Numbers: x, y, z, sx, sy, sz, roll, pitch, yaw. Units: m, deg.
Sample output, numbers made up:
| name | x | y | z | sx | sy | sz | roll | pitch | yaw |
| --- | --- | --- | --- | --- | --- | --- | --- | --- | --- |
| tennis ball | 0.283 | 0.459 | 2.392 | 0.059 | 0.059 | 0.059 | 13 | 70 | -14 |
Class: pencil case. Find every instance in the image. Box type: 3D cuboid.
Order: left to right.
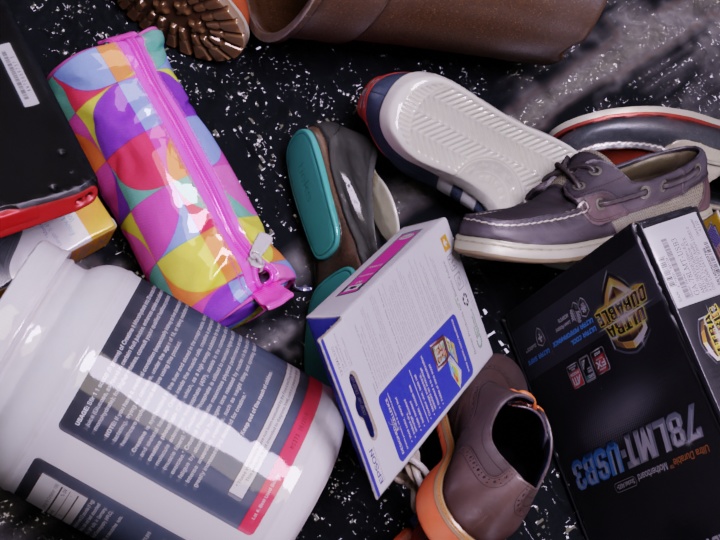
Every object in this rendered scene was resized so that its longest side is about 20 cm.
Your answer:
| name | x | y | z | sx | sy | sz | roll | pitch | yaw |
| --- | --- | --- | --- | --- | --- | --- | --- | --- | --- |
| pencil case | -0.112 | -0.051 | 1.037 | 0.088 | 0.088 | 0.200 | -29 | 82 | -24 |

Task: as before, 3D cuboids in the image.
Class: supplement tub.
| name | x | y | z | sx | sy | sz | roll | pitch | yaw |
| --- | --- | --- | --- | --- | --- | --- | --- | --- | --- |
| supplement tub | -0.122 | 0.085 | 0.957 | 0.200 | 0.140 | 0.140 | 31 | 66 | -7 |

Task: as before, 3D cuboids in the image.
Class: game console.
| name | x | y | z | sx | sy | sz | roll | pitch | yaw |
| --- | --- | --- | --- | --- | --- | --- | --- | --- | --- |
| game console | -0.266 | -0.085 | 0.988 | 0.177 | 0.031 | 0.200 | -18 | 57 | -20 |

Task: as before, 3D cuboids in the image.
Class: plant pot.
| name | x | y | z | sx | sy | sz | roll | pitch | yaw |
| --- | --- | --- | --- | --- | --- | --- | --- | --- | --- |
| plant pot | 0.049 | -0.224 | 1.096 | 0.198 | 0.200 | 0.201 | 10 | 70 | -24 |

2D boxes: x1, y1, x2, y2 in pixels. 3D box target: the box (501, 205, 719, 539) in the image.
| name | x | y | z | sx | sy | sz | roll | pitch | yaw |
| --- | --- | --- | --- | --- | --- | --- | --- | --- | --- |
| box | 0.174 | 0.086 | 1.020 | 0.050 | 0.200 | 0.199 | -15 | 78 | -23 |

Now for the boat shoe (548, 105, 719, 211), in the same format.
| name | x | y | z | sx | sy | sz | roll | pitch | yaw |
| --- | --- | --- | --- | --- | --- | --- | --- | --- | --- |
| boat shoe | 0.222 | -0.068 | 1.160 | 0.200 | 0.071 | 0.063 | 5 | 74 | -21 |

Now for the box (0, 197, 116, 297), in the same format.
| name | x | y | z | sx | sy | sz | roll | pitch | yaw |
| --- | --- | --- | --- | --- | --- | --- | --- | --- | --- |
| box | -0.260 | -0.023 | 1.005 | 0.200 | 0.041 | 0.119 | -31 | 84 | -21 |

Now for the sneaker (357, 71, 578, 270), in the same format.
| name | x | y | z | sx | sy | sz | roll | pitch | yaw |
| --- | --- | --- | --- | --- | --- | --- | --- | --- | --- |
| sneaker | 0.081 | -0.070 | 1.116 | 0.200 | 0.084 | 0.075 | 36 | 85 | -29 |

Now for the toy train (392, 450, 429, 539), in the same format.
| name | x | y | z | sx | sy | sz | roll | pitch | yaw |
| --- | --- | --- | --- | --- | --- | --- | --- | --- | --- |
| toy train | 0.008 | 0.181 | 1.009 | 0.116 | 0.085 | 0.200 | -27 | 79 | -8 |

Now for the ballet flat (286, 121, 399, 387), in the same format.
| name | x | y | z | sx | sy | sz | roll | pitch | yaw |
| --- | --- | --- | --- | --- | --- | --- | --- | --- | --- |
| ballet flat | 0.000 | 0.000 | 1.068 | 0.068 | 0.068 | 0.200 | 5 | 71 | -30 |

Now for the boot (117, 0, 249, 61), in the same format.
| name | x | y | z | sx | sy | sz | roll | pitch | yaw |
| --- | --- | --- | --- | --- | --- | --- | --- | --- | --- |
| boot | -0.130 | -0.228 | 1.097 | 0.200 | 0.075 | 0.107 | 46 | 50 | -7 |

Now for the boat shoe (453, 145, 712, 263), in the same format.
| name | x | y | z | sx | sy | sz | roll | pitch | yaw |
| --- | --- | --- | --- | --- | --- | --- | --- | --- | --- |
| boat shoe | 0.142 | -0.043 | 1.068 | 0.200 | 0.072 | 0.065 | -8 | 104 | -32 |

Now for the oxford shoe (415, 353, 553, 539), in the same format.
| name | x | y | z | sx | sy | sz | roll | pitch | yaw |
| --- | --- | --- | --- | --- | --- | --- | --- | --- | --- |
| oxford shoe | 0.087 | 0.098 | 1.011 | 0.071 | 0.073 | 0.200 | 41 | 25 | -12 |

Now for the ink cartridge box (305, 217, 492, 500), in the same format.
| name | x | y | z | sx | sy | sz | roll | pitch | yaw |
| --- | --- | --- | --- | --- | --- | --- | --- | --- | --- |
| ink cartridge box | 0.019 | 0.046 | 0.973 | 0.200 | 0.037 | 0.095 | -45 | 118 | -61 |

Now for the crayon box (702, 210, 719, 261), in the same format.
| name | x | y | z | sx | sy | sz | roll | pitch | yaw |
| --- | --- | --- | --- | --- | --- | --- | --- | --- | --- |
| crayon box | 0.213 | 0.045 | 1.045 | 0.052 | 0.200 | 0.126 | -17 | 79 | -22 |
